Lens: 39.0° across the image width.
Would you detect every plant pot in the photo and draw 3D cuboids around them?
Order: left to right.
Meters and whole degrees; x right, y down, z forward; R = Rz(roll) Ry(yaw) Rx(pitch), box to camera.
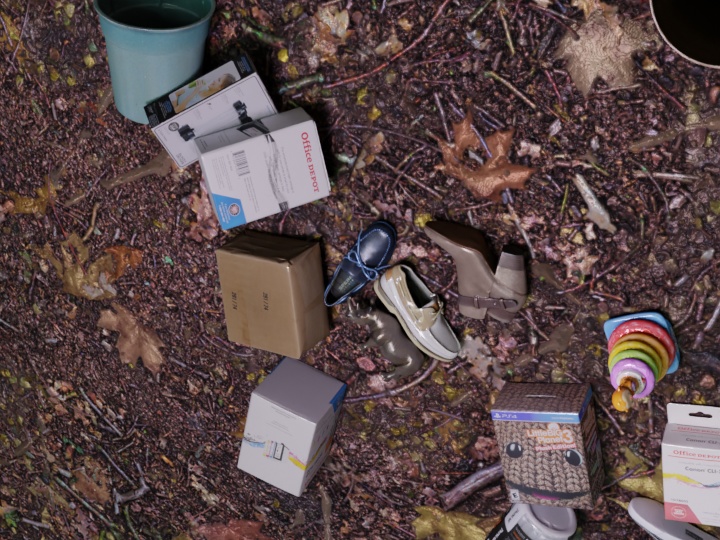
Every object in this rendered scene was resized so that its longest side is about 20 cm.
[{"bbox_3d":[-0.349,-0.369,1.737,0.199,0.200,0.197,21,131,15],"label":"plant pot"},{"bbox_3d":[0.481,-0.377,1.299,0.186,0.200,0.188,12,121,21],"label":"plant pot"}]

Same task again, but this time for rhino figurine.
[{"bbox_3d":[0.041,0.121,1.864,0.087,0.060,0.200,-30,108,29],"label":"rhino figurine"}]

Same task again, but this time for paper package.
[{"bbox_3d":[-0.163,0.041,1.894,0.190,0.103,0.201,12,121,33],"label":"paper package"}]

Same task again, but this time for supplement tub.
[{"bbox_3d":[0.308,0.508,1.907,0.122,0.123,0.201,34,125,7],"label":"supplement tub"}]

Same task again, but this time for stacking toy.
[{"bbox_3d":[0.432,0.159,1.610,0.109,0.200,0.117,-12,109,31],"label":"stacking toy"}]

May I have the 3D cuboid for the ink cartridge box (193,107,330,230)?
[{"bbox_3d":[-0.166,-0.175,1.732,0.199,0.084,0.145,-18,121,-11],"label":"ink cartridge box"}]

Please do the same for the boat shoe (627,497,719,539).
[{"bbox_3d":[0.556,0.477,1.803,0.199,0.072,0.068,28,124,2],"label":"boat shoe"}]

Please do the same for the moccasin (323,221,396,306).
[{"bbox_3d":[0.000,0.000,1.823,0.080,0.068,0.200,36,126,5],"label":"moccasin"}]

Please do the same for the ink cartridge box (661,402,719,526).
[{"bbox_3d":[0.571,0.327,1.712,0.116,0.068,0.201,1,116,26],"label":"ink cartridge box"}]

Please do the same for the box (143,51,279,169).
[{"bbox_3d":[-0.250,-0.269,1.723,0.199,0.060,0.117,-28,144,2],"label":"box"}]

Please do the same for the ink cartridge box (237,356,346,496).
[{"bbox_3d":[-0.135,0.307,2.008,0.144,0.147,0.201,23,124,13],"label":"ink cartridge box"}]

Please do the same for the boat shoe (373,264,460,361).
[{"bbox_3d":[0.112,0.076,1.805,0.200,0.075,0.068,46,129,-4],"label":"boat shoe"}]

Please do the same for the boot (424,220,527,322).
[{"bbox_3d":[0.190,0.009,1.734,0.199,0.070,0.147,21,126,16],"label":"boot"}]

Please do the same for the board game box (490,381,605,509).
[{"bbox_3d":[0.334,0.308,1.803,0.158,0.097,0.201,-2,115,27],"label":"board game box"}]
